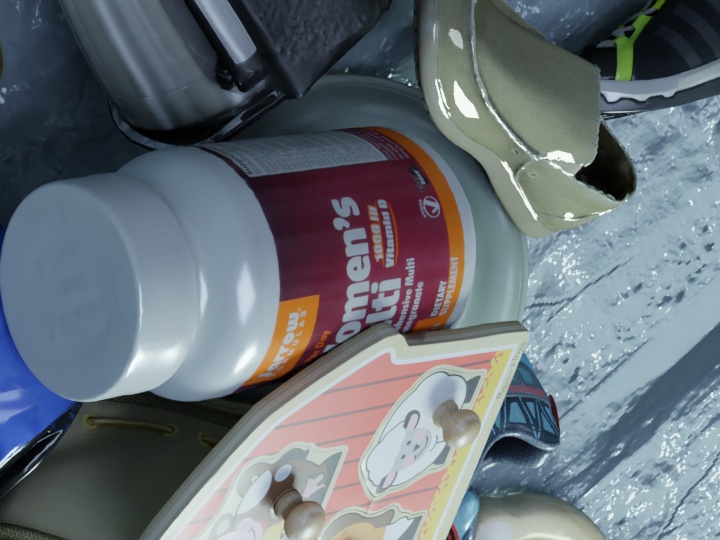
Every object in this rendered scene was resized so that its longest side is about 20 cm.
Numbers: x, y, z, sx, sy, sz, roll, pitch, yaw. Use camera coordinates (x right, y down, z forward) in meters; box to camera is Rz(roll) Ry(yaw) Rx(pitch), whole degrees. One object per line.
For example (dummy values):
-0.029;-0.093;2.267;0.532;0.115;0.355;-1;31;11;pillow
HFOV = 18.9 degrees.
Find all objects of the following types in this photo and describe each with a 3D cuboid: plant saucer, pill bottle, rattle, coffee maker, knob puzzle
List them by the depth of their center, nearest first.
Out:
-0.051;-0.003;0.947;0.200;0.109;0.110;-10;117;-46;pill bottle
-0.079;-0.185;0.973;0.192;0.134;0.200;-53;131;-30;coffee maker
-0.015;0.113;0.976;0.219;0.030;0.220;-29;141;-26;knob puzzle
0.000;0.000;1.087;0.200;0.050;0.201;-1;92;-19;plant saucer
0.138;0.210;1.249;0.200;0.143;0.130;29;77;-29;rattle

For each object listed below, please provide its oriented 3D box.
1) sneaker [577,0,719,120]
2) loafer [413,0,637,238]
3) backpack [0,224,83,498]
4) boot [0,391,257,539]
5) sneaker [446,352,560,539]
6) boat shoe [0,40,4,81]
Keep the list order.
0.169;-0.131;1.171;0.200;0.072;0.083;-14;93;-25;sneaker
0.082;-0.086;1.060;0.068;0.076;0.200;-10;150;22;loafer
-0.225;0.046;0.953;0.200;0.162;0.168;-37;116;-9;backpack
-0.080;0.130;1.026;0.200;0.156;0.073;27;137;-10;boot
0.021;0.111;1.146;0.200;0.096;0.079;-32;165;-14;sneaker
-0.213;-0.145;0.937;0.073;0.063;0.201;-33;123;-13;boat shoe
